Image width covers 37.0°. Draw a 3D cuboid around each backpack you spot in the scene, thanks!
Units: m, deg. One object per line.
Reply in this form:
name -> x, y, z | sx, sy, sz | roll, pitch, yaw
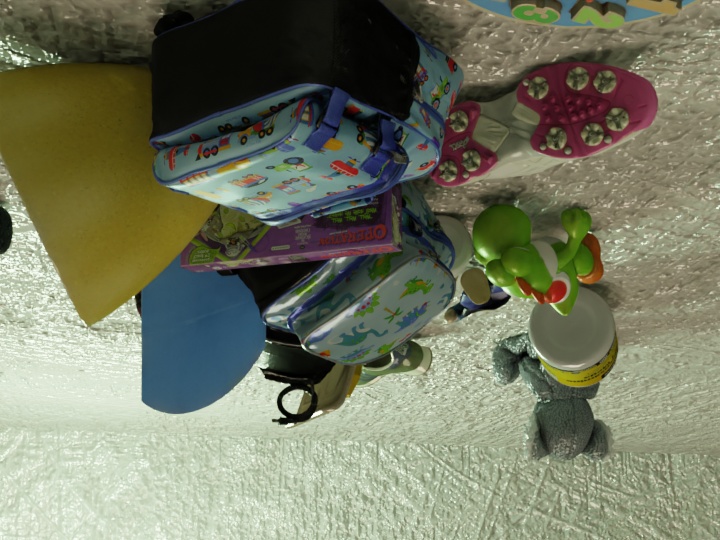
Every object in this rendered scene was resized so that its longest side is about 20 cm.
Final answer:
backpack -> -0.027, -0.107, 0.754 | 0.182, 0.135, 0.200 | -11, 161, 35
backpack -> 0.000, 0.000, 1.026 | 0.183, 0.147, 0.200 | -39, 156, 14

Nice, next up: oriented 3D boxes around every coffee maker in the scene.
coffee maker -> -0.064, 0.066, 1.248 | 0.134, 0.193, 0.200 | -16, 168, -9

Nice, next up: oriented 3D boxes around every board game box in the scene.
board game box -> -0.061, -0.067, 0.920 | 0.199, 0.121, 0.032 | -5, 162, 22
board game box -> -0.157, 0.035, 1.028 | 0.039, 0.201, 0.158 | 22, -152, 36

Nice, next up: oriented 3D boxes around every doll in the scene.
doll -> 0.160, 0.024, 1.318 | 0.136, 0.049, 0.200 | -27, 170, -2

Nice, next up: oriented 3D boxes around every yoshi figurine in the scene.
yoshi figurine -> 0.180, -0.025, 1.135 | 0.112, 0.113, 0.200 | 26, -169, 29

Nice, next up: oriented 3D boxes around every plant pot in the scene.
plant pot -> -0.186, -0.076, 0.821 | 0.141, 0.201, 0.200 | -25, 169, -13

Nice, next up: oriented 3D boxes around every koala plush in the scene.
koala plush -> 0.312, 0.202, 1.683 | 0.176, 0.201, 0.184 | 6, 163, -15

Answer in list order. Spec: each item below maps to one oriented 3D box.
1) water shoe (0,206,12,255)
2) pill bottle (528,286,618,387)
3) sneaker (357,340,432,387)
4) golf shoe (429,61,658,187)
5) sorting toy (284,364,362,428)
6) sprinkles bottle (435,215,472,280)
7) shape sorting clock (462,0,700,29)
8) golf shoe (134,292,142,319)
water shoe -> -0.427, -0.054, 1.080 | 0.078, 0.072, 0.200 | 0, 164, 11
pill bottle -> 0.296, 0.098, 1.479 | 0.112, 0.113, 0.200 | -3, 164, 15
sneaker -> 0.015, 0.142, 1.755 | 0.200, 0.067, 0.090 | -14, 151, 41
golf shoe -> 0.147, -0.115, 0.854 | 0.199, 0.076, 0.091 | -9, 177, 38
sorting toy -> -0.025, 0.112, 1.414 | 0.036, 0.201, 0.185 | 28, 157, -12
sprinkles bottle -> 0.081, -0.001, 1.232 | 0.068, 0.069, 0.200 | 2, 164, -3
shape sorting clock -> 0.129, -0.191, 0.620 | 0.199, 0.039, 0.200 | 1, 164, 0
golf shoe -> -0.203, 0.024, 1.142 | 0.072, 0.200, 0.092 | -33, 134, -7
